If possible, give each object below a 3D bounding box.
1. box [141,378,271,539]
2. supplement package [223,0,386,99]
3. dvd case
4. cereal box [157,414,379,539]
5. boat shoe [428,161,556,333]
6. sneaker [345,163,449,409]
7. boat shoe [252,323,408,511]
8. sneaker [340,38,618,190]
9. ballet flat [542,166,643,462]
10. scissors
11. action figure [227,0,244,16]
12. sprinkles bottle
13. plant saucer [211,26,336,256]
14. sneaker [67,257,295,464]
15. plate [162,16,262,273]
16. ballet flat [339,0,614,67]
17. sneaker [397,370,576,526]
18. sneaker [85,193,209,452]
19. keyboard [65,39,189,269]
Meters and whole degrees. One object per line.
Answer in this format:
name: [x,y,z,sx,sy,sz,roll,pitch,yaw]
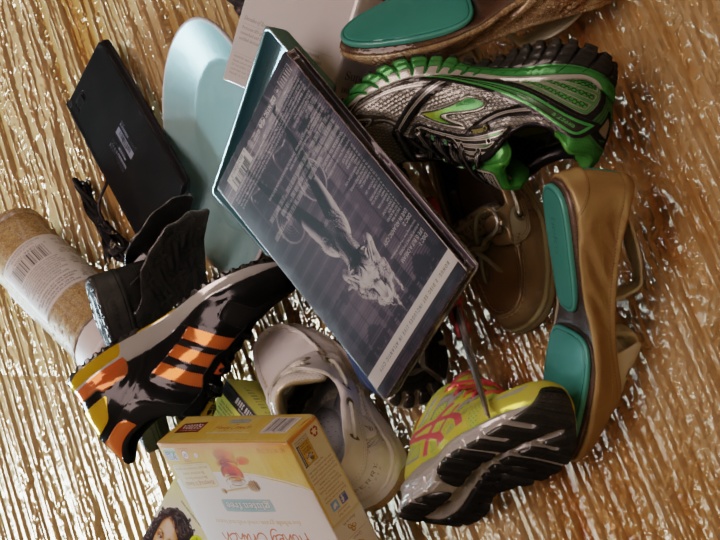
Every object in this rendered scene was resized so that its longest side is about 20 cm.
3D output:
box: [-0.110,0.184,1.842,0.075,0.050,0.201,45,115,39]
supplement package: [0.006,-0.208,1.725,0.120,0.121,0.201,25,103,44]
dvd case: [-0.012,-0.031,1.630,0.200,0.016,0.149,51,139,19]
cereal box: [-0.047,0.194,1.705,0.143,0.040,0.201,-6,117,46]
boat shoe: [0.080,-0.050,1.668,0.073,0.062,0.201,-35,61,37]
sneaker: [0.000,0.000,1.716,0.089,0.078,0.201,-4,97,66]
boat shoe: [-0.034,0.091,1.743,0.071,0.069,0.200,-51,41,8]
sneaker: [0.070,-0.095,1.593,0.199,0.078,0.086,-8,61,26]
ballet flat: [0.156,0.030,1.572,0.069,0.063,0.201,-136,40,-61]
scissors: [0.068,0.035,1.617,0.073,0.014,0.201,83,174,-52]
action figure: [-0.062,-0.255,1.809,0.119,0.102,0.201,-111,44,-73]
sprinkles bottle: [-0.241,0.022,1.986,0.200,0.068,0.069,41,113,41]
plant saucer: [-0.060,-0.091,1.705,0.070,0.019,0.200,49,149,17]
sneaker: [-0.117,0.068,1.801,0.200,0.070,0.090,-31,81,11]
plate: [-0.103,-0.096,1.854,0.200,0.025,0.201,36,131,54]
ballet flat: [0.085,-0.168,1.630,0.199,0.065,0.071,-20,40,11]
sneaker: [0.079,0.103,1.621,0.200,0.078,0.091,-39,43,55]
sneaker: [-0.149,0.044,1.882,0.060,0.104,0.201,46,155,54]
keyboard: [-0.197,-0.085,1.982,0.127,0.021,0.200,-58,44,29]
